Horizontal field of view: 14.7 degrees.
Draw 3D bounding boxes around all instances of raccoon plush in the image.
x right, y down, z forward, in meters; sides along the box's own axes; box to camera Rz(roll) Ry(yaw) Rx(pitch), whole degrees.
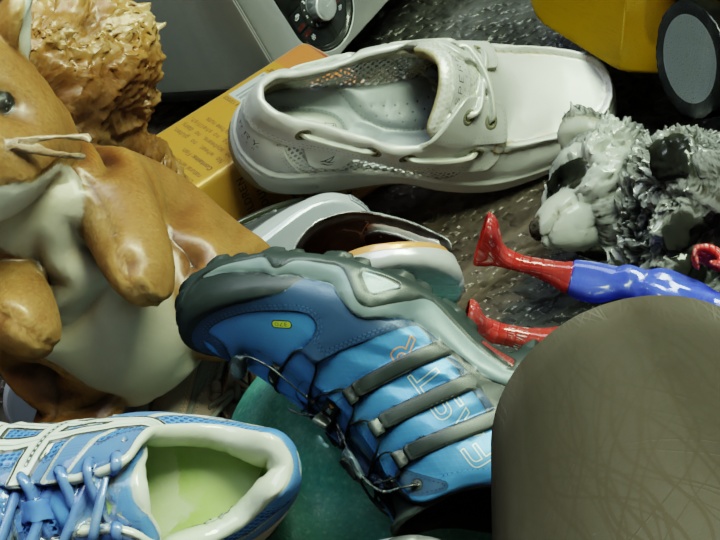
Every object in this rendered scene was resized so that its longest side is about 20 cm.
[{"bbox_3d":[0.178,-0.027,1.277,0.199,0.097,0.134,3,15,-17],"label":"raccoon plush"}]

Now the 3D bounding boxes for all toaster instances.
[{"bbox_3d":[-0.072,-0.184,1.541,0.199,0.119,0.181,1,39,45],"label":"toaster"}]

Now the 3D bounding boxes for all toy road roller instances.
[{"bbox_3d":[0.180,-0.168,1.360,0.122,0.147,0.200,-10,25,-27],"label":"toy road roller"}]

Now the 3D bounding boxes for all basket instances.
[{"bbox_3d":[0.112,0.106,0.928,0.180,0.136,0.200,-24,29,6],"label":"basket"}]

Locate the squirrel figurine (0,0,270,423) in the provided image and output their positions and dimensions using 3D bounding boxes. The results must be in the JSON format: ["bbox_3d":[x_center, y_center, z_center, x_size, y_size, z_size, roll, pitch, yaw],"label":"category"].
[{"bbox_3d":[-0.137,-0.040,1.205,0.141,0.187,0.200,-31,34,16],"label":"squirrel figurine"}]

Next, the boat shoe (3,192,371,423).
[{"bbox_3d":[-0.084,0.021,1.337,0.200,0.070,0.066,-34,16,-11],"label":"boat shoe"}]

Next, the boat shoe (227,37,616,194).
[{"bbox_3d":[0.038,-0.079,1.357,0.199,0.069,0.071,-10,69,-16],"label":"boat shoe"}]

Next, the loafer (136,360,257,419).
[{"bbox_3d":[-0.071,0.090,1.235,0.063,0.072,0.201,8,50,21],"label":"loafer"}]

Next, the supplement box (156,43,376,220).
[{"bbox_3d":[-0.082,-0.032,1.403,0.199,0.067,0.069,-33,38,-16],"label":"supplement box"}]

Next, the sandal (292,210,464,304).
[{"bbox_3d":[0.008,0.000,1.220,0.079,0.207,0.060,-1,76,-9],"label":"sandal"}]

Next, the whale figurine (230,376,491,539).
[{"bbox_3d":[0.036,0.076,1.157,0.199,0.104,0.159,-4,37,20],"label":"whale figurine"}]

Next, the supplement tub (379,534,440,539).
[{"bbox_3d":[-0.023,0.168,1.044,0.199,0.123,0.123,-12,35,14],"label":"supplement tub"}]

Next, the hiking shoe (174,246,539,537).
[{"bbox_3d":[0.015,0.055,1.082,0.199,0.075,0.087,19,63,7],"label":"hiking shoe"}]

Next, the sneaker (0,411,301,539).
[{"bbox_3d":[-0.115,0.085,1.059,0.199,0.076,0.077,-11,-9,-20],"label":"sneaker"}]

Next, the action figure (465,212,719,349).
[{"bbox_3d":[0.144,0.025,1.173,0.199,0.052,0.066,13,63,-1],"label":"action figure"}]
